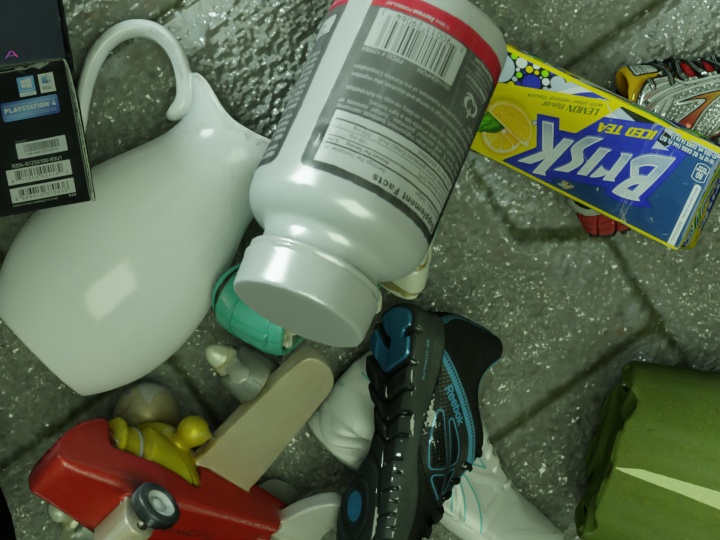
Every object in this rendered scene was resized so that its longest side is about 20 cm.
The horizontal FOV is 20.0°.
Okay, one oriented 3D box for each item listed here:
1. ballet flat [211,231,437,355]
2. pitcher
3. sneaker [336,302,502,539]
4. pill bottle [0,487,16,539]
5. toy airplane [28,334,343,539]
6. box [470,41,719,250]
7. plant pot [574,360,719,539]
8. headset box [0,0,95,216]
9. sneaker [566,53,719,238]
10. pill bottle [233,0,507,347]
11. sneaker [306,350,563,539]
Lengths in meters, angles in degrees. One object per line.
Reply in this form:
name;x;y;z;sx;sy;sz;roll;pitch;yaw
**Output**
ballet flat;0.000;0.000;1.266;0.199;0.070;0.068;-29;146;-34
pitcher;-0.146;-0.040;1.260;0.172;0.121;0.200;44;87;9
sneaker;0.040;0.125;1.280;0.081;0.073;0.202;10;94;-29
pill bottle;-0.316;0.178;1.224;0.198;0.112;0.113;-21;106;7
toy airplane;-0.109;0.131;1.299;0.198;0.142;0.200;-21;146;-12
box;0.128;-0.085;1.265;0.199;0.064;0.071;28;99;16
plant pot;0.246;0.145;1.338;0.188;0.200;0.202;17;101;1
headset box;-0.251;-0.110;1.178;0.172;0.200;0.094;-10;122;-6
sneaker;0.211;-0.107;1.311;0.199;0.078;0.082;-37;105;1
pill bottle;0.002;-0.063;1.180;0.110;0.111;0.201;28;72;-15
sneaker;0.063;0.126;1.349;0.200;0.070;0.081;34;93;-15
